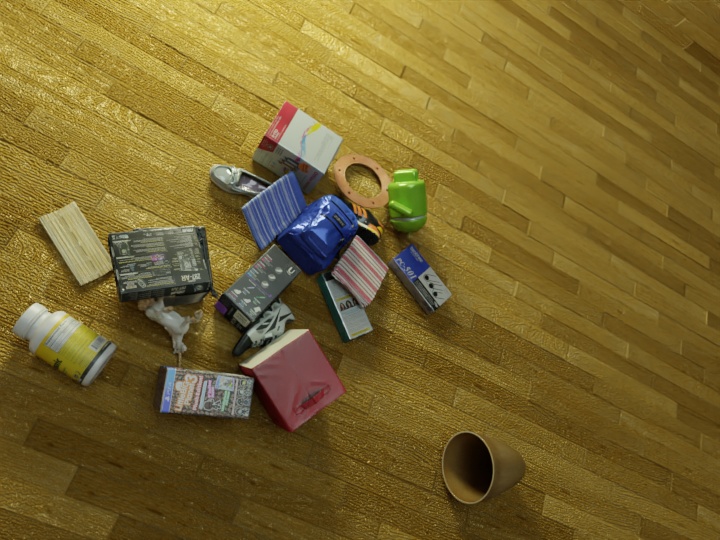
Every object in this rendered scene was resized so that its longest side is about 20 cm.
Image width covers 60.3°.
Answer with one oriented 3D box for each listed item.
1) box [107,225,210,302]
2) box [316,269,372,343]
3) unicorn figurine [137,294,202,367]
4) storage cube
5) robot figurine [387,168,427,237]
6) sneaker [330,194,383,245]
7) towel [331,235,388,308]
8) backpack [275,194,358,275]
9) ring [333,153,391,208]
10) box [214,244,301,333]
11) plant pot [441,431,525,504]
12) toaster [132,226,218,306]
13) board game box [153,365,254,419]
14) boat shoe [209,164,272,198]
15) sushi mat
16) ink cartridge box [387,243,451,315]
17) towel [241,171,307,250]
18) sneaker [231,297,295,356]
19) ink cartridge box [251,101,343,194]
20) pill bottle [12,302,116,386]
[{"bbox_3d":[-0.465,-0.019,1.431,0.199,0.044,0.161,-9,63,-28],"label":"box"},{"bbox_3d":[-0.046,0.096,1.748,0.082,0.049,0.201,-19,81,-31],"label":"box"},{"bbox_3d":[-0.447,0.126,1.483,0.200,0.137,0.074,50,36,-14],"label":"unicorn figurine"},{"bbox_3d":[-0.173,0.264,1.525,0.171,0.200,0.180,-33,98,-20],"label":"storage cube"},{"bbox_3d":[0.144,-0.206,1.889,0.115,0.176,0.201,-3,104,10],"label":"robot figurine"},{"bbox_3d":[-0.016,-0.163,1.855,0.200,0.070,0.090,40,43,-7],"label":"sneaker"},{"bbox_3d":[0.000,0.000,1.782,0.146,0.030,0.200,48,38,-14],"label":"towel"},{"bbox_3d":[-0.098,-0.108,1.731,0.163,0.168,0.200,51,57,-16],"label":"backpack"},{"bbox_3d":[0.007,-0.274,1.910,0.200,0.019,0.201,15,55,-23],"label":"ring"},{"bbox_3d":[-0.267,0.048,1.615,0.106,0.122,0.200,44,60,-4],"label":"box"},{"bbox_3d":[0.362,0.546,1.723,0.199,0.186,0.187,13,66,-36],"label":"plant pot"},{"bbox_3d":[-0.466,-0.003,1.539,0.180,0.119,0.201,-5,74,-26],"label":"toaster"},{"bbox_3d":[-0.368,0.284,1.450,0.199,0.159,0.097,11,80,-22],"label":"board game box"},{"bbox_3d":[-0.321,-0.246,1.729,0.201,0.065,0.075,25,63,-16],"label":"boat shoe"},{"bbox_3d":[-0.691,-0.066,1.514,0.096,0.012,0.200,-32,88,-33],"label":"sushi mat"},{"bbox_3d":[0.181,0.026,1.886,0.094,0.044,0.200,-39,91,-33],"label":"ink cartridge box"},{"bbox_3d":[-0.232,-0.167,1.721,0.200,0.024,0.145,-43,133,-31],"label":"towel"},{"bbox_3d":[-0.246,0.164,1.611,0.089,0.074,0.200,46,59,-3],"label":"sneaker"},{"bbox_3d":[-0.181,-0.350,1.788,0.200,0.145,0.145,31,61,-12],"label":"ink cartridge box"},{"bbox_3d":[-0.663,0.161,1.389,0.200,0.111,0.112,36,60,-9],"label":"pill bottle"}]
